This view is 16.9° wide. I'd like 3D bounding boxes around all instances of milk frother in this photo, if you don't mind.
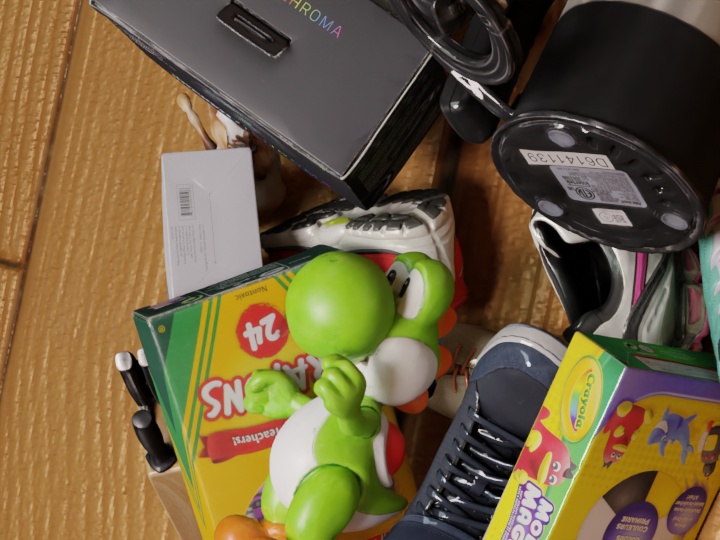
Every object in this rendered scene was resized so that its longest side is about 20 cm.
[{"bbox_3d":[0.120,-0.146,1.226,0.180,0.200,0.189,16,64,22],"label":"milk frother"}]

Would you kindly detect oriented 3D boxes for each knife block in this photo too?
[{"bbox_3d":[-0.113,0.109,1.537,0.200,0.175,0.064,-38,52,40],"label":"knife block"}]

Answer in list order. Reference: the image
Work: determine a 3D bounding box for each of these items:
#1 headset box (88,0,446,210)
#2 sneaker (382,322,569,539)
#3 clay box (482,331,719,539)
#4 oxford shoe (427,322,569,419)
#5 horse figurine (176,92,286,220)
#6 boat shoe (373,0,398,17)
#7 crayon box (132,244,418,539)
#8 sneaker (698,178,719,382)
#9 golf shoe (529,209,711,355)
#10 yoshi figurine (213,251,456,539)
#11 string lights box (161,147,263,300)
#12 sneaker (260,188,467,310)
[{"bbox_3d":[-0.045,-0.126,1.370,0.093,0.174,0.200,-54,-5,-1],"label":"headset box"},{"bbox_3d":[0.059,0.129,1.300,0.146,0.077,0.203,-54,-12,-34],"label":"sneaker"},{"bbox_3d":[0.124,0.136,1.276,0.048,0.115,0.201,36,109,46],"label":"clay box"},{"bbox_3d":[0.081,0.068,1.383,0.200,0.074,0.071,7,86,53],"label":"oxford shoe"},{"bbox_3d":[-0.085,-0.084,1.615,0.200,0.050,0.133,96,150,-62],"label":"horse figurine"},{"bbox_3d":[0.003,-0.130,1.538,0.064,0.071,0.200,-51,-4,-36],"label":"boat shoe"},{"bbox_3d":[-0.043,0.100,1.425,0.051,0.126,0.201,-166,57,-73],"label":"crayon box"},{"bbox_3d":[0.222,0.012,1.246,0.075,0.087,0.201,78,-172,-49],"label":"sneaker"},{"bbox_3d":[0.133,-0.039,1.333,0.073,0.092,0.201,-40,50,40],"label":"golf shoe"},{"bbox_3d":[-0.024,0.072,1.333,0.112,0.112,0.201,25,88,22],"label":"yoshi figurine"},{"bbox_3d":[-0.094,0.006,1.549,0.200,0.059,0.103,99,166,-71],"label":"string lights box"},{"bbox_3d":[0.000,0.000,1.511,0.200,0.077,0.085,6,117,63],"label":"sneaker"}]
